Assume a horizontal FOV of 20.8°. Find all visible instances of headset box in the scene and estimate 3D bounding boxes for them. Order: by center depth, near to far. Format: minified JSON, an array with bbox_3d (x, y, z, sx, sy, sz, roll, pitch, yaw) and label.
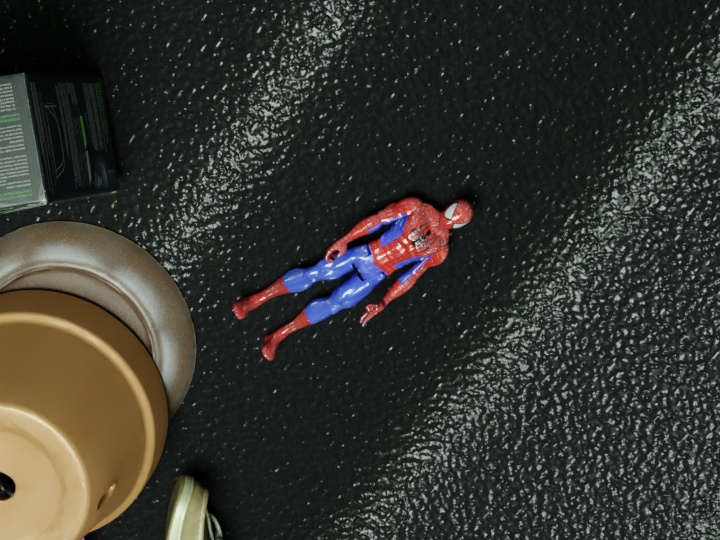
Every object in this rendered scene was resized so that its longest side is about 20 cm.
[{"bbox_3d":[-0.283,-0.084,1.413,0.173,0.200,0.093,-8,94,9],"label":"headset box"}]

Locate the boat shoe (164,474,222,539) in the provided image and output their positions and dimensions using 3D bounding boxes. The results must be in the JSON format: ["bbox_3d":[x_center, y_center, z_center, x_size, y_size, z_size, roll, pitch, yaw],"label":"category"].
[{"bbox_3d":[-0.130,0.255,1.594,0.063,0.073,0.202,4,115,-2],"label":"boat shoe"}]

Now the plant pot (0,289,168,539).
[{"bbox_3d":[-0.256,0.134,1.489,0.199,0.140,0.201,2,112,5],"label":"plant pot"}]

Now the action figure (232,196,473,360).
[{"bbox_3d":[0.000,0.000,1.491,0.199,0.052,0.066,-31,101,14],"label":"action figure"}]

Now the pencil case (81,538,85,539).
[{"bbox_3d":[-0.230,0.304,1.596,0.083,0.086,0.201,-24,94,44],"label":"pencil case"}]

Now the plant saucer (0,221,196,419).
[{"bbox_3d":[-0.230,0.060,1.549,0.199,0.032,0.201,2,111,5],"label":"plant saucer"}]
